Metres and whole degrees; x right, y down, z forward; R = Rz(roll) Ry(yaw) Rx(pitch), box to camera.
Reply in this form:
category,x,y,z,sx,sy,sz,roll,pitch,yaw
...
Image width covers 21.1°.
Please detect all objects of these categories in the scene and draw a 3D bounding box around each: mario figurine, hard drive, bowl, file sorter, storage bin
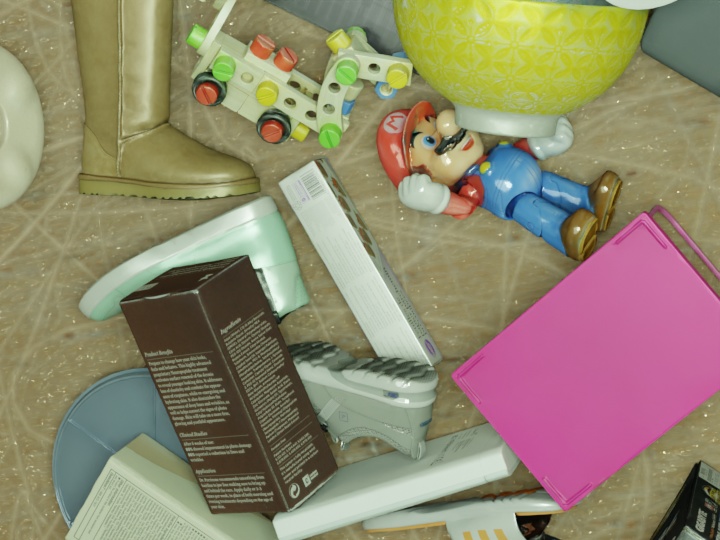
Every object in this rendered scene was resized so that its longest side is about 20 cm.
category,x,y,z,sx,sy,sz,roll,pitch,yaw
mario figurine,0.104,-0.086,1.541,0.199,0.123,0.107,22,102,16
hard drive,0.038,0.169,1.588,0.199,0.132,0.027,-18,95,17
bowl,0.118,-0.161,1.487,0.199,0.200,0.108,8,102,14
file sorter,0.201,0.062,1.533,0.200,0.125,0.139,-41,87,18
storage bin,0.305,-0.210,1.468,0.134,0.145,0.201,27,104,21

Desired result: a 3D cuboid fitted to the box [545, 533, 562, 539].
category,x,y,z,sx,sy,sz,roll,pitch,yaw
box,0.138,0.297,1.544,0.060,0.200,0.117,19,104,13

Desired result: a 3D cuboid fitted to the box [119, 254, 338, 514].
category,x,y,z,sx,sy,sz,roll,pitch,yaw
box,-0.107,0.095,1.575,0.100,0.075,0.201,-8,111,44

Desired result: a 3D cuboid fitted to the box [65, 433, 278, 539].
category,x,y,z,sx,sy,sz,roll,pitch,yaw
box,-0.138,0.237,1.643,0.199,0.078,0.095,35,108,6

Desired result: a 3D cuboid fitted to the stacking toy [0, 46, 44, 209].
category,x,y,z,sx,sy,sz,roll,pitch,yaw
stacking toy,-0.389,-0.119,1.686,0.199,0.146,0.147,-3,97,32

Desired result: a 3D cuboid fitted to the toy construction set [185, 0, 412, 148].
category,x,y,z,sx,sy,sz,roll,pitch,yaw
toy construction set,-0.063,-0.178,1.575,0.200,0.092,0.131,38,124,-1

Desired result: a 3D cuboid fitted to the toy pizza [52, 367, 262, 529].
category,x,y,z,sx,sy,sz,roll,pitch,yaw
toy pizza,-0.176,0.181,1.700,0.199,0.032,0.202,3,102,15

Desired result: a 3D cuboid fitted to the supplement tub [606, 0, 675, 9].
category,x,y,z,sx,sy,sz,roll,pitch,yaw
supplement tub,0.184,-0.303,1.436,0.145,0.145,0.201,-41,48,17

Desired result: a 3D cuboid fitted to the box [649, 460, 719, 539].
category,x,y,z,sx,sy,sz,roll,pitch,yaw
box,0.227,0.263,1.514,0.050,0.198,0.201,32,105,9

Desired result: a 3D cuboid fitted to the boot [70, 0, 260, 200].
category,x,y,z,sx,sy,sz,roll,pitch,yaw
boot,-0.168,-0.162,1.636,0.174,0.066,0.202,3,97,15

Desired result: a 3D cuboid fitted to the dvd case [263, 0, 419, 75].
category,x,y,z,sx,sy,sz,roll,pitch,yaw
dvd case,-0.007,-0.271,1.601,0.199,0.016,0.149,27,102,11

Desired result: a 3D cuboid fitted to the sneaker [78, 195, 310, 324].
category,x,y,z,sx,sy,sz,roll,pitch,yaw
sneaker,-0.140,0.029,1.649,0.200,0.074,0.119,-25,91,17

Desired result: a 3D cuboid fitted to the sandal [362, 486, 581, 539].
category,x,y,z,sx,sy,sz,roll,pitch,yaw
sandal,0.096,0.217,1.596,0.206,0.079,0.060,-13,85,36

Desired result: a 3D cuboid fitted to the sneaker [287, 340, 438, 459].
category,x,y,z,sx,sy,sz,roll,pitch,yaw
sneaker,-0.026,0.110,1.605,0.199,0.075,0.083,10,106,39

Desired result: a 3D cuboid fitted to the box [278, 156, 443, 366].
category,x,y,z,sx,sy,sz,roll,pitch,yaw
box,0.000,0.000,1.624,0.041,0.039,0.201,-31,88,18
